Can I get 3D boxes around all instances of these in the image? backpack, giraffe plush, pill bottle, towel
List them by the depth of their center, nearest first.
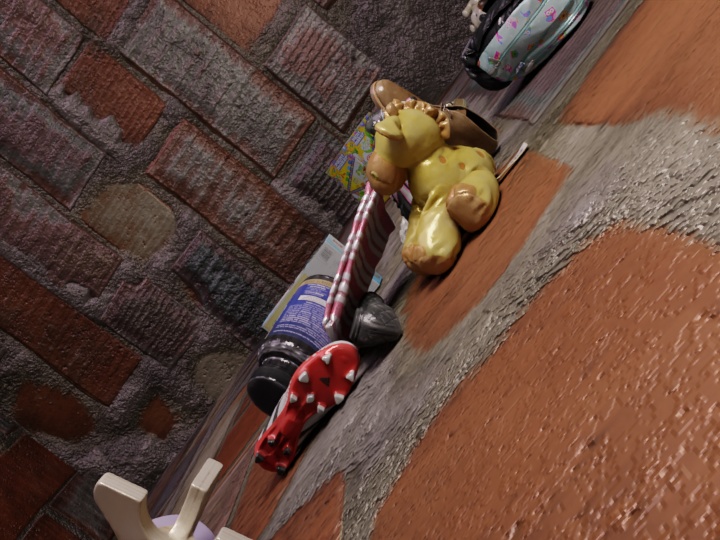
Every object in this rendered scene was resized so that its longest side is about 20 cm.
[{"bbox_3d":[0.076,-0.117,0.832,0.202,0.161,0.173,-54,6,-3],"label":"giraffe plush"},{"bbox_3d":[0.000,0.000,0.921,0.147,0.029,0.205,66,-139,-71],"label":"towel"},{"bbox_3d":[-0.080,0.110,1.019,0.112,0.111,0.202,-46,9,46],"label":"pill bottle"},{"bbox_3d":[0.261,-0.394,1.115,0.200,0.125,0.170,-43,23,53],"label":"backpack"}]

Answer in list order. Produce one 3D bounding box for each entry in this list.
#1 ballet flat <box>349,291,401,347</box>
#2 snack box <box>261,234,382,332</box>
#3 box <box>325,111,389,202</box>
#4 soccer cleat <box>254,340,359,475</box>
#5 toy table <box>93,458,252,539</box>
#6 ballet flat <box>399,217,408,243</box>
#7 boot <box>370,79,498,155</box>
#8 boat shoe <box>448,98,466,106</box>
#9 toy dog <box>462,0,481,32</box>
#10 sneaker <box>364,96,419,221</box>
[{"bbox_3d":[0.018,0.067,0.878,0.200,0.055,0.068,-65,-10,-86],"label":"ballet flat"},{"bbox_3d":[-0.066,0.054,1.191,0.201,0.115,0.037,-51,6,22],"label":"snack box"},{"bbox_3d":[0.035,-0.315,2.059,0.122,0.191,0.202,-45,9,48],"label":"box"},{"bbox_3d":[-0.067,0.160,0.872,0.202,0.068,0.085,-57,9,16],"label":"soccer cleat"},{"bbox_3d":[-0.195,0.293,0.719,0.201,0.180,0.119,-90,20,-66],"label":"toy table"},{"bbox_3d":[0.112,-0.138,1.132,0.202,0.071,0.072,-54,6,10],"label":"ballet flat"},{"bbox_3d":[0.105,-0.213,0.976,0.075,0.197,0.075,-42,26,46],"label":"boot"},{"bbox_3d":[0.190,-0.346,1.660,0.203,0.063,0.073,-58,8,-30],"label":"boat shoe"},{"bbox_3d":[0.460,-0.920,2.523,0.189,0.142,0.201,-4,33,29],"label":"toy dog"},{"bbox_3d":[0.057,-0.127,0.959,0.084,0.205,0.080,-5,17,19],"label":"sneaker"}]
